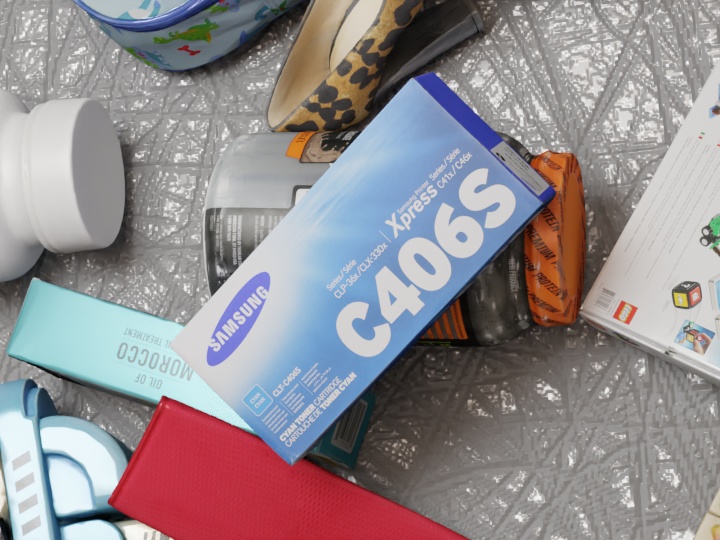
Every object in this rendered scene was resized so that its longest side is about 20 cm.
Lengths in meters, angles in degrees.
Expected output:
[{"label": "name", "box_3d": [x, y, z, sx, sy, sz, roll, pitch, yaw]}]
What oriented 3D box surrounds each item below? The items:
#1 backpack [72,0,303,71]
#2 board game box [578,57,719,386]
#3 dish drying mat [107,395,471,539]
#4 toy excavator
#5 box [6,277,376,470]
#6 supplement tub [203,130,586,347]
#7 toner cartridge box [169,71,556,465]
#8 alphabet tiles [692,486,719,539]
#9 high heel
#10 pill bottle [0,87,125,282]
[{"label": "backpack", "box_3d": [-0.102, -0.233, 1.257, 0.200, 0.147, 0.183, -36, 70, 8]}, {"label": "board game box", "box_3d": [0.224, -0.034, 1.170, 0.126, 0.035, 0.200, 27, 83, 29]}, {"label": "dish drying mat", "box_3d": [-0.036, 0.143, 1.183, 0.200, 0.018, 0.077, 26, 102, -8]}, {"label": "toy excavator", "box_3d": [-0.143, 0.150, 1.224, 0.200, 0.100, 0.195, -12, 77, 3]}, {"label": "box", "box_3d": [-0.097, 0.061, 1.230, 0.200, 0.082, 0.049, 16, 82, 17]}, {"label": "supplement tub", "box_3d": [0.021, -0.018, 1.192, 0.200, 0.123, 0.123, 1, 79, 14]}, {"label": "toner cartridge box", "box_3d": [0.000, 0.000, 1.114, 0.095, 0.043, 0.200, 44, 107, 6]}, {"label": "alphabet tiles", "box_3d": [0.249, 0.197, 1.149, 0.166, 0.006, 0.200, 25, 86, 18]}, {"label": "high heel", "box_3d": [-0.021, -0.155, 1.194, 0.143, 0.200, 0.071, -32, 52, 4]}, {"label": "pill bottle", "box_3d": [-0.251, -0.049, 1.272, 0.200, 0.120, 0.120, -5, 78, 14]}]
